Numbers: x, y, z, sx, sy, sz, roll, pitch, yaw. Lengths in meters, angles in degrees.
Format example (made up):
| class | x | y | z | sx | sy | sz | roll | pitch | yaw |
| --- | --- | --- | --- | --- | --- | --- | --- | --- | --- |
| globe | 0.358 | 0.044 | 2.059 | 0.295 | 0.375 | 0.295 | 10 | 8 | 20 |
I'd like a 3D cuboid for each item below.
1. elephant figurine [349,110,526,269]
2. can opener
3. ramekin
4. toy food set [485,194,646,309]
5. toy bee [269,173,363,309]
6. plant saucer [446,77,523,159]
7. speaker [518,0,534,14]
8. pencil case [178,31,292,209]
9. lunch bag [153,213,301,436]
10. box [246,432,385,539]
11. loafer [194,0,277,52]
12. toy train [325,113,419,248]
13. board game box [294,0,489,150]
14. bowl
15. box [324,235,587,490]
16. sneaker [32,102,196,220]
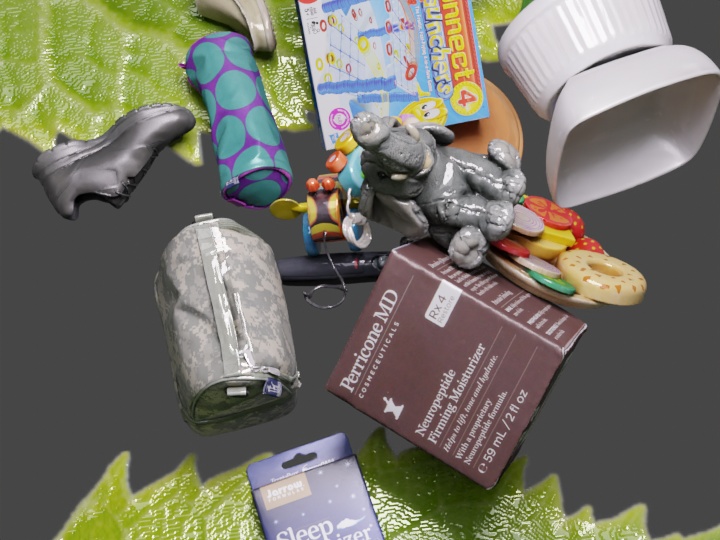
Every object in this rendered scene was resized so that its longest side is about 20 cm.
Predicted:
| class | x | y | z | sx | sy | sz | roll | pitch | yaw |
| --- | --- | --- | --- | --- | --- | --- | --- | --- | --- |
| elephant figurine | 0.056 | -0.100 | 1.292 | 0.198 | 0.156 | 0.143 | 23 | 42 | -15 |
| can opener | 0.000 | 0.000 | 1.450 | 0.197 | 0.064 | 0.080 | 3 | 68 | 1 |
| ramekin | 0.264 | -0.249 | 1.480 | 0.200 | 0.203 | 0.095 | -19 | 69 | -8 |
| toy food set | 0.206 | -0.026 | 1.412 | 0.195 | 0.049 | 0.201 | 14 | 29 | -21 |
| toy bee | -0.027 | -0.065 | 1.406 | 0.129 | 0.110 | 0.200 | -15 | 32 | -11 |
| plant saucer | 0.096 | -0.158 | 1.531 | 0.197 | 0.038 | 0.203 | 0 | 67 | 0 |
| speaker | 0.233 | -0.331 | 1.513 | 0.087 | 0.201 | 0.090 | 0 | 67 | 0 |
| pencil case | -0.146 | -0.175 | 1.511 | 0.092 | 0.085 | 0.202 | -24 | 66 | 16 |
| lunch bag | -0.143 | 0.061 | 1.368 | 0.137 | 0.168 | 0.203 | -13 | 68 | -5 |
| box | -0.039 | 0.276 | 1.353 | 0.120 | 0.032 | 0.202 | -18 | 68 | -7 |
| loafer | -0.168 | -0.333 | 1.587 | 0.068 | 0.076 | 0.201 | -30 | 61 | -10 |
| toy train | 0.053 | -0.098 | 1.396 | 0.199 | 0.055 | 0.152 | -16 | 85 | -47 |
| board game box | 0.034 | -0.254 | 1.468 | 0.193 | 0.056 | 0.203 | -12 | 101 | -5 |
| bowl | 0.295 | -0.170 | 1.449 | 0.197 | 0.200 | 0.075 | -19 | 64 | -7 |
| box | 0.102 | 0.088 | 1.328 | 0.198 | 0.164 | 0.168 | 30 | 105 | 12 |
| sneaker | -0.277 | -0.124 | 1.506 | 0.198 | 0.076 | 0.092 | -27 | 77 | -2 |
